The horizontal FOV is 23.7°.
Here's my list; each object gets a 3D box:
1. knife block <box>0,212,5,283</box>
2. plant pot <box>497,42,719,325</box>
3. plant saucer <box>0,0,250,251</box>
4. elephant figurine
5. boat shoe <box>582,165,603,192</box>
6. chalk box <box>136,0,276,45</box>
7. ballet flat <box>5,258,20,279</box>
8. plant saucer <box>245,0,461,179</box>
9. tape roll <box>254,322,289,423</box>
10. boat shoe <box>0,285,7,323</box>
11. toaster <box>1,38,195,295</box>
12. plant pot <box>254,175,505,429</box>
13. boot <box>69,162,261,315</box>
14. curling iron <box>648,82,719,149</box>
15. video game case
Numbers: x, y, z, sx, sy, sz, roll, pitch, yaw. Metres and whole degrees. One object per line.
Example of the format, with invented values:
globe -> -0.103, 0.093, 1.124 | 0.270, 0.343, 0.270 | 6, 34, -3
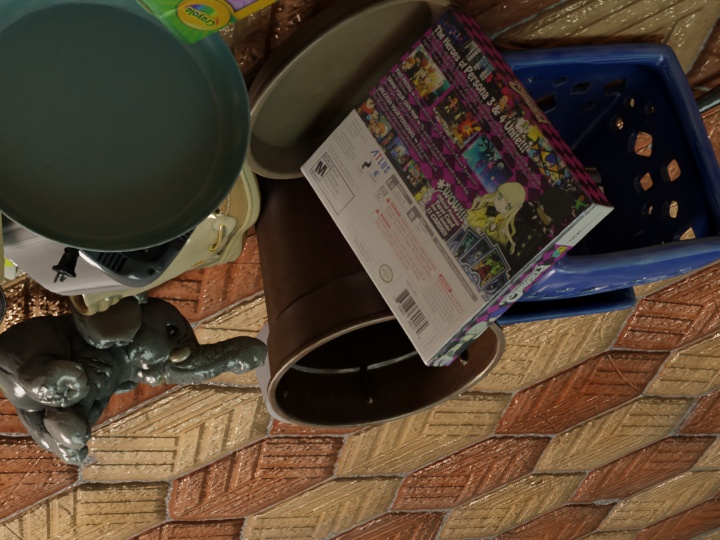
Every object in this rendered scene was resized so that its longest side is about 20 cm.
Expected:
knife block -> -0.326, -0.067, 1.108 | 0.175, 0.064, 0.201 | -15, 118, -33
plant pot -> 0.175, -0.063, 1.464 | 0.199, 0.201, 0.180 | -6, 159, -29
plant saucer -> -0.170, -0.103, 1.112 | 0.199, 0.201, 0.027 | -10, 165, -22
elephant figurine -> -0.215, 0.068, 1.518 | 0.200, 0.155, 0.141 | -38, -160, -25
boat shoe -> 0.105, -0.089, 1.317 | 0.072, 0.063, 0.200 | -2, -171, -40
chalk box -> -0.097, -0.226, 1.004 | 0.199, 0.125, 0.124 | -24, 155, 11
ballet flat -> -0.239, -0.023, 1.283 | 0.199, 0.067, 0.067 | 1, 140, -19
plant saucer -> -0.010, -0.145, 1.299 | 0.200, 0.030, 0.200 | -30, 157, -14
tape roll -> -0.011, 0.084, 1.765 | 0.200, 0.066, 0.200 | -16, 156, -8
boat shoe -> -0.346, 0.049, 1.435 | 0.065, 0.072, 0.200 | -16, 166, -46
toaster -> -0.178, -0.060, 1.194 | 0.114, 0.200, 0.129 | 39, 152, -25
plant pot -> 0.000, 0.000, 1.431 | 0.200, 0.199, 0.200 | -12, 151, -6
boot -> -0.166, -0.038, 1.371 | 0.155, 0.073, 0.200 | -23, 163, -20
curling iron -> 0.347, -0.172, 1.572 | 0.200, 0.026, 0.050 | -34, 174, 16
video game case -> 0.065, -0.062, 1.271 | 0.181, 0.200, 0.036 | -46, 151, 24
